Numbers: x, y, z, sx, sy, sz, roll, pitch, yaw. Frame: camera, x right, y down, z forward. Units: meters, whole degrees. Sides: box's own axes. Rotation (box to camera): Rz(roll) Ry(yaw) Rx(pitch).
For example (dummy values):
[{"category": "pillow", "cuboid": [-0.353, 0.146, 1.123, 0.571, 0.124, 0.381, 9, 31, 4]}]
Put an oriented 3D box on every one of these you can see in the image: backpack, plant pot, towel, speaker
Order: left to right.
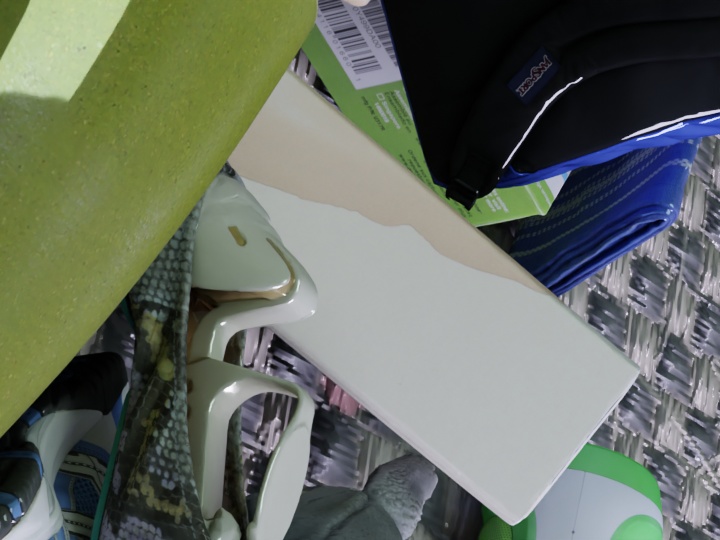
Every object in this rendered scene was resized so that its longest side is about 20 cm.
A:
[{"category": "plant pot", "cuboid": [-0.136, -0.028, 0.677, 0.187, 0.187, 0.200, 38, 68, -40]}, {"category": "speaker", "cuboid": [0.078, 0.179, 1.015, 0.088, 0.088, 0.201, 39, 55, -39]}, {"category": "towel", "cuboid": [0.122, -0.081, 1.081, 0.024, 0.145, 0.200, 28, 59, -17]}, {"category": "backpack", "cuboid": [0.121, -0.132, 0.906, 0.168, 0.199, 0.163, -24, 97, -66]}]

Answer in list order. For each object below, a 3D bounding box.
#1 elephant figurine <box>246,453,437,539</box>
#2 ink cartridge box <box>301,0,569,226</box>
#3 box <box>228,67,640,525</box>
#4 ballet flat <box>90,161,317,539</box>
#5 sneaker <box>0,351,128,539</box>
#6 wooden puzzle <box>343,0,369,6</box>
[{"category": "elephant figurine", "cuboid": [-0.041, 0.188, 0.856, 0.142, 0.155, 0.201, -76, 160, -77]}, {"category": "ink cartridge box", "cuboid": [0.060, -0.138, 1.061, 0.148, 0.076, 0.200, 57, 46, -26]}, {"category": "box", "cuboid": [0.000, 0.000, 0.882, 0.200, 0.095, 0.078, 40, 89, -14]}, {"category": "ballet flat", "cuboid": [-0.047, 0.029, 0.763, 0.072, 0.072, 0.201, 26, 57, -45]}, {"category": "sneaker", "cuboid": [-0.118, 0.083, 0.773, 0.200, 0.075, 0.077, -67, 147, -70]}, {"category": "wooden puzzle", "cuboid": [-0.063, -0.158, 0.768, 0.200, 0.185, 0.037, -65, 180, -69]}]
